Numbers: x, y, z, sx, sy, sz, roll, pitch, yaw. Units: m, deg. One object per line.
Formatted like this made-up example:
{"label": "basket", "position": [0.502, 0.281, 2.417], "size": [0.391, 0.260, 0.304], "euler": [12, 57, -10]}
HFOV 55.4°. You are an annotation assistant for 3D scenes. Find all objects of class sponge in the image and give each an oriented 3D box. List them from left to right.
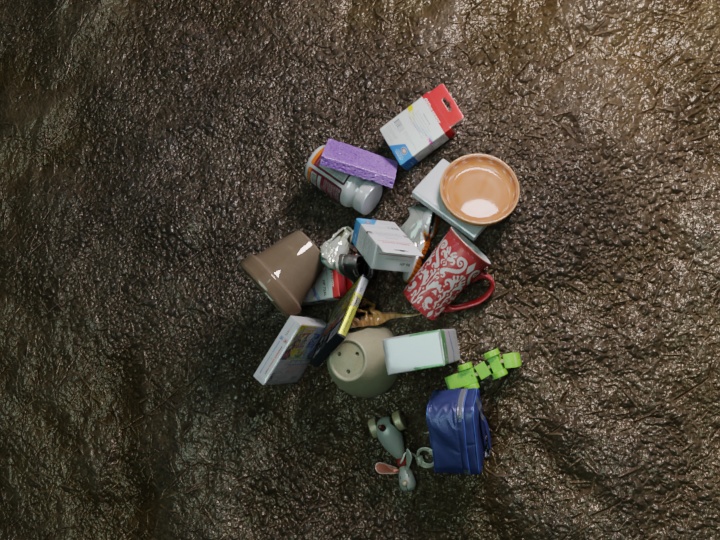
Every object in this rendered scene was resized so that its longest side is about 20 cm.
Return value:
{"label": "sponge", "position": [-0.002, -0.278, 1.767], "size": [0.196, 0.112, 0.030], "euler": [17, 124, -4]}

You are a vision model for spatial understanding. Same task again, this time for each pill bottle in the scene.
{"label": "pill bottle", "position": [-0.044, -0.237, 1.814], "size": [0.198, 0.109, 0.111], "euler": [36, 97, 20]}

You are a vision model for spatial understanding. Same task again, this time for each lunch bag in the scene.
{"label": "lunch bag", "position": [0.240, 0.387, 1.625], "size": [0.129, 0.136, 0.205], "euler": [-5, 106, 20]}

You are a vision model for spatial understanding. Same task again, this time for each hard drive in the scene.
{"label": "hard drive", "position": [0.245, -0.180, 1.722], "size": [0.199, 0.026, 0.132], "euler": [38, 71, 19]}

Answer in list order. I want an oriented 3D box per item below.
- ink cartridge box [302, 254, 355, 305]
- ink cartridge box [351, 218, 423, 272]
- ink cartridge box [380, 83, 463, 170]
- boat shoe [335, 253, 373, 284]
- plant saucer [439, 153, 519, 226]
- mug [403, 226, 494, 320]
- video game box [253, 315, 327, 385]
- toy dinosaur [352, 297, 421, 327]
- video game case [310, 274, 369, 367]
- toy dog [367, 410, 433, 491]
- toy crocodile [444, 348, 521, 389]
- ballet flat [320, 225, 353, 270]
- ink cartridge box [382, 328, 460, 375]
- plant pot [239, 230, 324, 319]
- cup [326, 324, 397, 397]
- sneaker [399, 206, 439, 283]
{"label": "ink cartridge box", "position": [-0.101, 0.023, 1.833], "size": [0.196, 0.067, 0.119], "euler": [-10, 80, 19]}
{"label": "ink cartridge box", "position": [0.063, -0.055, 1.695], "size": [0.201, 0.113, 0.068], "euler": [-124, 45, -57]}
{"label": "ink cartridge box", "position": [0.163, -0.369, 1.766], "size": [0.198, 0.067, 0.118], "euler": [-34, 75, 14]}
{"label": "boat shoe", "position": [0.000, 0.000, 1.726], "size": [0.056, 0.199, 0.069], "euler": [-1, 79, 23]}
{"label": "plant saucer", "position": [0.292, -0.195, 1.693], "size": [0.195, 0.038, 0.204], "euler": [-1, 63, 2]}
{"label": "mug", "position": [0.221, 0.027, 1.686], "size": [0.178, 0.133, 0.201], "euler": [46, 104, 19]}
{"label": "video game box", "position": [-0.172, 0.207, 1.772], "size": [0.047, 0.199, 0.184], "euler": [37, 97, 20]}
{"label": "toy dinosaur", "position": [0.046, 0.119, 1.762], "size": [0.106, 0.196, 0.062], "euler": [46, 135, 44]}
{"label": "video game case", "position": [-0.052, 0.127, 1.706], "size": [0.025, 0.200, 0.183], "euler": [28, 55, -8]}
{"label": "toy dog", "position": [0.085, 0.446, 1.710], "size": [0.132, 0.096, 0.201], "euler": [-44, 72, 11]}
{"label": "toy crocodile", "position": [0.298, 0.245, 1.677], "size": [0.197, 0.061, 0.069], "euler": [-29, 76, 20]}
{"label": "ballet flat", "position": [-0.055, -0.068, 1.756], "size": [0.070, 0.201, 0.073], "euler": [3, 112, 7]}
{"label": "ink cartridge box", "position": [0.151, 0.193, 1.657], "size": [0.142, 0.200, 0.090], "euler": [-12, 84, 17]}
{"label": "plant pot", "position": [-0.182, -0.001, 1.748], "size": [0.174, 0.201, 0.200], "euler": [-43, 72, -10]}
{"label": "cup", "position": [-0.008, 0.226, 1.741], "size": [0.195, 0.143, 0.206], "euler": [-2, 85, 19]}
{"label": "sneaker", "position": [0.134, -0.069, 1.762], "size": [0.090, 0.075, 0.204], "euler": [15, 83, 28]}
